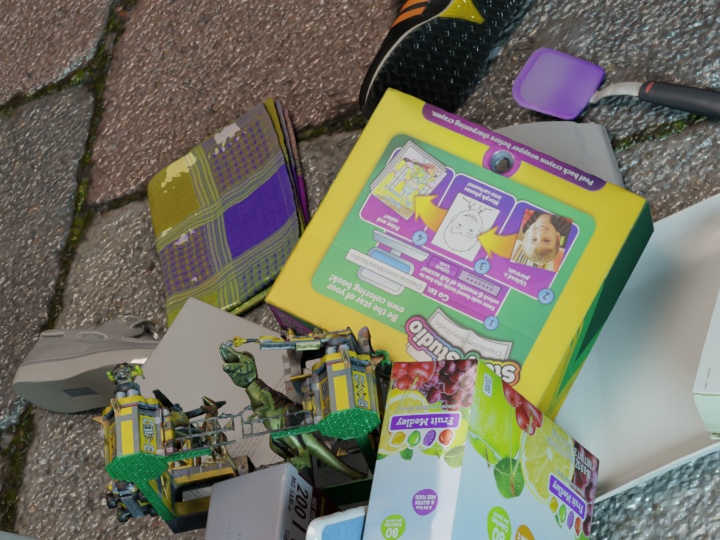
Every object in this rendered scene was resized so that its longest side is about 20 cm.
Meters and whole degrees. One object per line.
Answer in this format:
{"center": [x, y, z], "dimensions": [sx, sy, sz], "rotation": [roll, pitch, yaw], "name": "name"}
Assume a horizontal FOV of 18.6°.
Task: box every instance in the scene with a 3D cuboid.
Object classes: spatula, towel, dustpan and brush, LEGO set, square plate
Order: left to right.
{"center": [-0.108, -0.042, 1.768], "dimensions": [0.143, 0.023, 0.201], "rotation": [-30, 42, 17], "name": "towel"}
{"center": [-0.066, 0.075, 1.350], "dimensions": [0.198, 0.154, 0.117], "rotation": [-16, 58, 14], "name": "LEGO set"}
{"center": [0.080, -0.052, 1.545], "dimensions": [0.198, 0.058, 0.140], "rotation": [3, 35, -7], "name": "dustpan and brush"}
{"center": [0.193, -0.127, 1.583], "dimensions": [0.199, 0.021, 0.057], "rotation": [13, 59, 45], "name": "spatula"}
{"center": [0.211, 0.045, 1.417], "dimensions": [0.199, 0.028, 0.199], "rotation": [-26, 44, 22], "name": "square plate"}

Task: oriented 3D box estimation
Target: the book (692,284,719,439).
{"center": [0.308, 0.035, 1.301], "dimensions": [0.198, 0.048, 0.134], "rotation": [0, 52, 26], "name": "book"}

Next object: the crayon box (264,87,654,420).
{"center": [0.066, -0.003, 1.450], "dimensions": [0.199, 0.058, 0.173], "rotation": [25, 76, 20], "name": "crayon box"}

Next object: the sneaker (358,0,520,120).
{"center": [0.060, -0.192, 1.728], "dimensions": [0.201, 0.070, 0.090], "rotation": [-53, 26, -10], "name": "sneaker"}

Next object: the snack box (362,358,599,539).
{"center": [0.068, 0.176, 1.296], "dimensions": [0.067, 0.168, 0.202], "rotation": [-4, 64, 33], "name": "snack box"}

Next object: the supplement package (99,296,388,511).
{"center": [-0.058, 0.119, 1.512], "dimensions": [0.199, 0.120, 0.122], "rotation": [21, 73, 47], "name": "supplement package"}

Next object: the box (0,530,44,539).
{"center": [-0.279, 0.292, 1.462], "dimensions": [0.172, 0.199, 0.200], "rotation": [-57, 35, 25], "name": "box"}

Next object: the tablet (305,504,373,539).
{"center": [0.018, 0.200, 1.295], "dimensions": [0.014, 0.200, 0.131], "rotation": [-1, 90, 26], "name": "tablet"}

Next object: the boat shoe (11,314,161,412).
{"center": [-0.189, 0.068, 1.716], "dimensions": [0.199, 0.072, 0.069], "rotation": [-12, 51, 46], "name": "boat shoe"}

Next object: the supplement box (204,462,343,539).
{"center": [-0.017, 0.216, 1.331], "dimensions": [0.061, 0.200, 0.110], "rotation": [-18, 47, 28], "name": "supplement box"}
